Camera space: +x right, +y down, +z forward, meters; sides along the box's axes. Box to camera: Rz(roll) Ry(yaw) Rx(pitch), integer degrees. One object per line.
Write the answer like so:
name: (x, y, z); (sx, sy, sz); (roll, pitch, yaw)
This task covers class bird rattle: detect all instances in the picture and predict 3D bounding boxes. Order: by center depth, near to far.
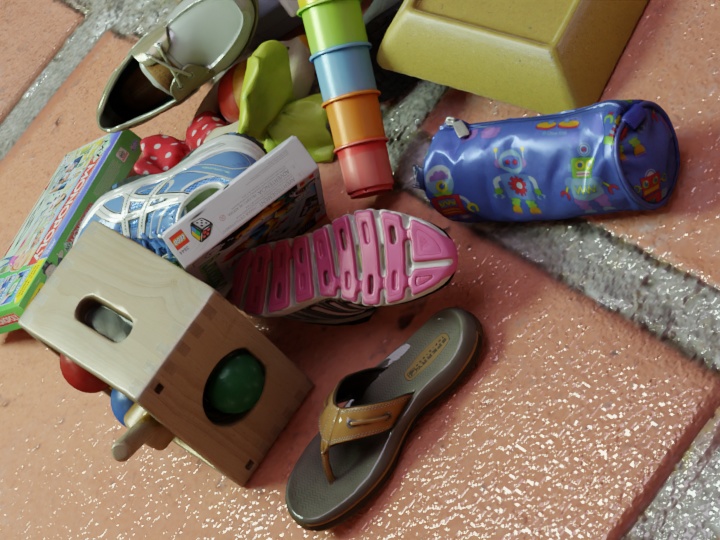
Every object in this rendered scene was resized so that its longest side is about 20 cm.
bird rattle: (-0.102, -0.132, 1.744); (0.199, 0.113, 0.164); (-28, 29, 41)

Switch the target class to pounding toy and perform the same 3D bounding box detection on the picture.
pounding toy: (-0.153, 0.081, 1.497); (0.199, 0.184, 0.143); (28, 78, 40)

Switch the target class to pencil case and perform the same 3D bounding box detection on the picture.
pencil case: (0.136, -0.082, 1.462); (0.199, 0.087, 0.078); (-3, 34, 40)

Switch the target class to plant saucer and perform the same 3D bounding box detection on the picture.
plant saucer: (0.130, -0.234, 1.578); (0.199, 0.049, 0.201); (19, 70, 28)

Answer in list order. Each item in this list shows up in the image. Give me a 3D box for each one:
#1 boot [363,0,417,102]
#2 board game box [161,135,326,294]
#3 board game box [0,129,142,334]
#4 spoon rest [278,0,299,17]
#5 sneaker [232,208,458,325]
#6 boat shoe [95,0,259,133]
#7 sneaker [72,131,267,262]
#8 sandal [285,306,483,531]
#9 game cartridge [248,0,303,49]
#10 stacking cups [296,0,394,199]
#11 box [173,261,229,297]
boot: (0.028, -0.230, 1.714); (0.200, 0.070, 0.132); (-43, 32, -7)
board game box: (-0.088, -0.036, 1.548); (0.126, 0.200, 0.035); (-37, 82, -4)
board game box: (-0.281, -0.033, 1.808); (0.134, 0.029, 0.201); (-17, 41, 57)
spoon rest: (-0.123, -0.229, 1.770); (0.199, 0.061, 0.099); (-20, 22, 47)
sneaker: (0.000, 0.000, 1.514); (0.199, 0.087, 0.075); (-12, 78, 35)
boat shoe: (-0.161, -0.181, 1.723); (0.200, 0.075, 0.069); (-40, 10, 40)
sneaker: (-0.165, -0.042, 1.648); (0.199, 0.076, 0.077); (-33, 28, 19)
sandal: (0.010, 0.100, 1.446); (0.200, 0.055, 0.082); (-47, 39, 0)
game cartridge: (-0.050, -0.288, 1.812); (0.199, 0.040, 0.134); (-30, 36, 44)
stacking cups: (-0.009, -0.161, 1.608); (0.060, 0.060, 0.202); (-18, 84, 31)
box: (-0.194, 0.013, 1.724); (0.199, 0.036, 0.145); (19, 72, 48)
